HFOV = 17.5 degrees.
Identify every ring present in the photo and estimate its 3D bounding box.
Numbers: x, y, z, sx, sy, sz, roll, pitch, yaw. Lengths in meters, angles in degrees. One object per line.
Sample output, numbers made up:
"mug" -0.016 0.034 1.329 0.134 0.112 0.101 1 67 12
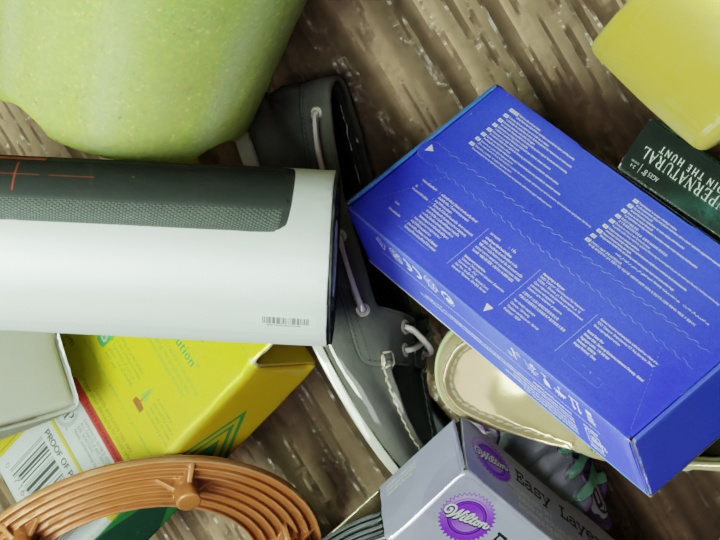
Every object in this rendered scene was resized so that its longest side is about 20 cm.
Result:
"ring" -0.113 0.163 1.170 0.200 0.019 0.201 -12 138 -10

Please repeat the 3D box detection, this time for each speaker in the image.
"speaker" -0.110 -0.009 1.037 0.199 0.081 0.081 3 110 2

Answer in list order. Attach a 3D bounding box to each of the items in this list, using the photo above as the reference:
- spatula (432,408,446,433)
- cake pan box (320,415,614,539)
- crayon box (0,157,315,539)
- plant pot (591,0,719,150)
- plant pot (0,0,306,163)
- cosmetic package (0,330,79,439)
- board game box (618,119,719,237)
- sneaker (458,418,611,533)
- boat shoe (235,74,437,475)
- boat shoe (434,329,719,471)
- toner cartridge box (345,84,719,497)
"spatula" 0.009 0.052 1.161 0.056 0.021 0.200 -39 96 20
"cake pan box" 0.047 0.186 1.089 0.184 0.052 0.200 -42 113 15
"crayon box" -0.106 0.041 1.154 0.200 0.051 0.127 -46 63 27
"plant pot" 0.226 -0.096 0.935 0.189 0.201 0.201 45 116 2
"plant pot" -0.090 -0.157 1.044 0.200 0.200 0.185 24 125 9
"cosmetic package" -0.240 0.052 1.162 0.200 0.087 0.104 -24 83 47
"board game box" 0.210 0.012 0.965 0.028 0.135 0.200 -56 40 7
"sneaker" 0.095 0.072 1.105 0.087 0.074 0.200 28 113 16
"boat shoe" 0.000 0.000 1.101 0.057 0.067 0.200 -27 77 14
"boat shoe" 0.126 0.054 1.021 0.199 0.065 0.072 7 107 15
"toner cartridge box" 0.090 0.004 1.011 0.200 0.095 0.043 41 163 40
